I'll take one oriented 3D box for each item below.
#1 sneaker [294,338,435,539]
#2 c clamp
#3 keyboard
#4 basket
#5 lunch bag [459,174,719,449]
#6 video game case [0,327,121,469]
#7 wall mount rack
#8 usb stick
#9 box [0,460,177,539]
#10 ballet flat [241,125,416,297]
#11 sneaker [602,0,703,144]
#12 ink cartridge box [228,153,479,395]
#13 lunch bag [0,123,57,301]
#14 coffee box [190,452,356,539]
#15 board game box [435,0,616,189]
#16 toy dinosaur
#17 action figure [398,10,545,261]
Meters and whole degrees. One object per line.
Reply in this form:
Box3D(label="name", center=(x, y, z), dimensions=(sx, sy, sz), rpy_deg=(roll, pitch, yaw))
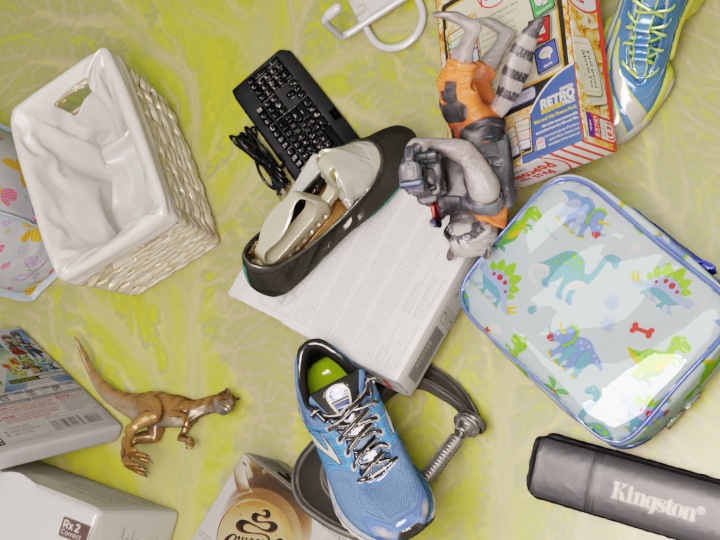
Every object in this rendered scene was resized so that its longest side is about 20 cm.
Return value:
Box3D(label="sneaker", center=(-0.008, 0.133, 0.893), dimensions=(0.078, 0.090, 0.200), rpy_deg=(-29, 48, -8))
Box3D(label="c clamp", center=(0.034, 0.166, 0.932), dimensions=(0.170, 0.027, 0.200), rpy_deg=(20, 58, 30))
Box3D(label="keyboard", center=(-0.064, -0.123, 1.081), dimensions=(0.104, 0.040, 0.200), rpy_deg=(-42, 63, 10))
Box3D(label="basket", center=(-0.239, -0.090, 1.108), dimensions=(0.135, 0.123, 0.201), rpy_deg=(-30, 68, 16))
Box3D(label="lunch bag", center=(0.194, 0.031, 0.898), dimensions=(0.200, 0.082, 0.161), rpy_deg=(43, 98, 27))
Box3D(label="video game case", center=(-0.358, 0.122, 1.074), dimensions=(0.182, 0.199, 0.022), rpy_deg=(36, 113, 27))
Box3D(label="wall mount rack", center=(0.020, -0.318, 1.068), dimensions=(0.173, 0.074, 0.201), rpy_deg=(-31, 68, 15))
Box3D(label="usb stick", center=(0.226, 0.176, 0.876), dimensions=(0.198, 0.033, 0.056), rpy_deg=(13, 82, 27))
Box3D(label="box", center=(-0.305, 0.291, 1.043), dimensions=(0.197, 0.131, 0.202), rpy_deg=(12, 83, 27))
Box3D(label="ballet flat", center=(-0.028, -0.059, 0.977), dimensions=(0.200, 0.068, 0.068), rpy_deg=(-48, 56, -4))
Box3D(label="sneaker", center=(0.230, -0.208, 0.925), dimensions=(0.075, 0.105, 0.202), rpy_deg=(22, 87, 26))
Box3D(label="ink cartridge box", center=(0.000, 0.000, 1.007), dimensions=(0.199, 0.050, 0.163), rpy_deg=(24, 78, 33))
Box3D(label="lunch bag", center=(-0.404, -0.074, 1.139), dimensions=(0.127, 0.200, 0.170), rpy_deg=(-41, 65, 11))
Box3D(label="coffee box", center=(-0.041, 0.260, 0.954), dimensions=(0.199, 0.080, 0.114), rpy_deg=(33, 90, 28))
Box3D(label="board game box", center=(0.137, -0.177, 0.964), dimensions=(0.151, 0.046, 0.202), rpy_deg=(-19, 69, 46))
Box3D(label="toy dinosaur", center=(-0.207, 0.137, 1.087), dimensions=(0.198, 0.061, 0.107), rpy_deg=(8, 57, 21))
Box3D(label="action figure", center=(0.087, -0.101, 0.874), dimensions=(0.104, 0.200, 0.196), rpy_deg=(3, 100, 10))
